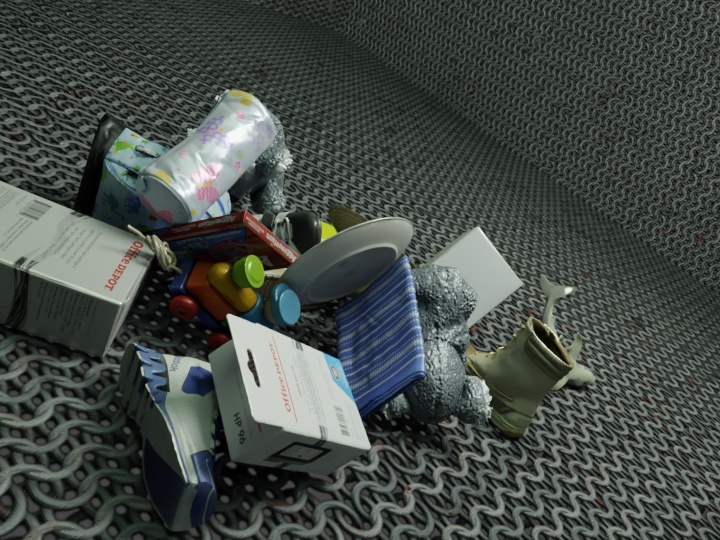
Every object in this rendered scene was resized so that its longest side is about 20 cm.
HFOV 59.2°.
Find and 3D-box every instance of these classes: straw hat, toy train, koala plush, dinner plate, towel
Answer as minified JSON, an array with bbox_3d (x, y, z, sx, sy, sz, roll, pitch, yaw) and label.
[{"bbox_3d":[0.000,0.000,0.970,0.201,0.085,0.201,39,-13,11],"label":"straw hat"},{"bbox_3d":[-0.164,0.007,0.733,0.200,0.115,0.085,54,35,-37],"label":"toy train"},{"bbox_3d":[-0.190,-0.177,0.981,0.176,0.185,0.200,12,9,-9],"label":"koala plush"},{"bbox_3d":[-0.016,-0.003,0.821,0.200,0.200,0.024,-4,58,-49],"label":"dinner plate"},{"bbox_3d":[0.088,0.115,0.856,0.176,0.184,0.201,11,49,-10],"label":"koala plush"},{"bbox_3d":[0.018,0.087,0.801,0.024,0.145,0.201,32,33,-30],"label":"towel"}]

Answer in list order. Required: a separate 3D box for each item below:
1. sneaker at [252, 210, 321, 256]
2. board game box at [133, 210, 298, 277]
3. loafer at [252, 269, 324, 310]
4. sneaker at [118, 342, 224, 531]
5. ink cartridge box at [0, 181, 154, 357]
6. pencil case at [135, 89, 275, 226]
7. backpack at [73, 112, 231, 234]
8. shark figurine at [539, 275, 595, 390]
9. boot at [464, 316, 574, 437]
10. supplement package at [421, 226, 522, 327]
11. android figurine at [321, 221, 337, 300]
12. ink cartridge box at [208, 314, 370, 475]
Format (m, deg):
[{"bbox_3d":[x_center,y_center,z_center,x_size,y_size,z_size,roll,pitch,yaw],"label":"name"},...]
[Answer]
[{"bbox_3d":[-0.134,-0.053,0.963,0.088,0.075,0.200,0,-2,-36],"label":"sneaker"},{"bbox_3d":[-0.186,-0.025,0.785,0.103,0.199,0.020,41,50,-47],"label":"board game box"},{"bbox_3d":[-0.123,0.019,0.912,0.068,0.076,0.200,44,20,32],"label":"loafer"},{"bbox_3d":[-0.159,0.145,0.627,0.115,0.081,0.200,5,33,-37],"label":"sneaker"},{"bbox_3d":[-0.348,-0.004,0.703,0.199,0.085,0.146,23,26,-13],"label":"ink cartridge box"},{"bbox_3d":[-0.192,-0.143,0.802,0.083,0.091,0.200,2,46,40],"label":"pencil case"},{"bbox_3d":[-0.281,-0.093,0.871,0.199,0.163,0.154,18,44,-24],"label":"backpack"},{"bbox_3d":[0.340,0.128,1.148,0.128,0.215,0.089,-24,10,-26],"label":"shark figurine"},{"bbox_3d":[0.215,0.126,0.955,0.072,0.155,0.200,6,34,-39],"label":"boot"},{"bbox_3d":[0.175,0.012,1.062,0.117,0.117,0.200,52,3,2],"label":"supplement package"},{"bbox_3d":[-0.055,-0.020,1.081,0.181,0.041,0.200,8,36,-36],"label":"android figurine"},{"bbox_3d":[-0.081,0.131,0.637,0.200,0.068,0.116,35,27,-53],"label":"ink cartridge box"}]
